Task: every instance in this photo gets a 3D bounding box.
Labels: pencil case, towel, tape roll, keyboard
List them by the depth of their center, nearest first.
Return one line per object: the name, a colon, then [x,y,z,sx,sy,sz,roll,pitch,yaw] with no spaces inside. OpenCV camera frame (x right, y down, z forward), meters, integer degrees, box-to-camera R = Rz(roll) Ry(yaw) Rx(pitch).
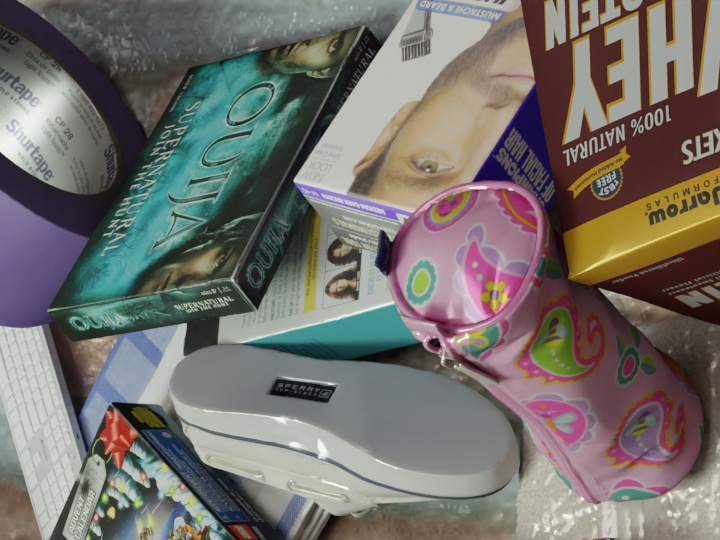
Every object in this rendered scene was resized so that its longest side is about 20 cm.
pencil case: [0.086,0.037,1.292,0.087,0.200,0.088,-15,56,24]
towel: [0.133,0.121,1.383,0.132,0.034,0.200,-9,73,38]
towel: [-0.088,0.105,1.580,0.200,0.024,0.147,41,108,41]
tape roll: [-0.216,-0.070,1.614,0.085,0.200,0.200,-41,56,24]
keyboard: [-0.198,0.068,1.676,0.056,0.011,0.200,-44,50,31]

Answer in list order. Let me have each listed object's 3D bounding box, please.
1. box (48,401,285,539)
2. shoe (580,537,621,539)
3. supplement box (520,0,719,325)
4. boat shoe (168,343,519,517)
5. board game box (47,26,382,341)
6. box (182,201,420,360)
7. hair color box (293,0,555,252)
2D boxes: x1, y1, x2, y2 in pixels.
box: [-0.129,0.193,1.559,0.137,0.040,0.200,42,116,41]
shoe: [0.042,0.184,1.314,0.091,0.071,0.200,41,74,-2]
supplement box: [0.185,-0.092,1.284,0.133,0.197,0.200,-22,67,34]
boat shoe: [-0.007,0.094,1.463,0.200,0.070,0.071,9,44,25]
board game box: [-0.077,-0.049,1.538,0.135,0.028,0.200,-10,40,37]
box: [0.000,0.000,1.495,0.200,0.049,0.082,-15,58,32]
hair color box: [0.067,-0.097,1.425,0.109,0.065,0.200,16,67,41]
